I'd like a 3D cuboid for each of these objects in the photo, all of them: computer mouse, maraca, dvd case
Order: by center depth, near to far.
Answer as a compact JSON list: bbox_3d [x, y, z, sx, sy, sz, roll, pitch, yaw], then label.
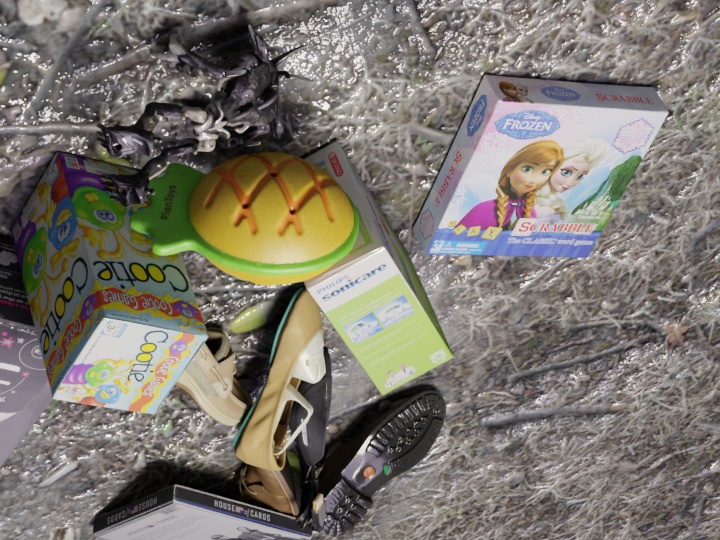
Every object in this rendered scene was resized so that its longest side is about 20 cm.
[{"bbox_3d":[-0.100,-0.048,1.494,0.198,0.138,0.108,6,130,-1],"label":"maraca"},{"bbox_3d":[-0.059,0.185,1.818,0.045,0.141,0.201,1,136,-7],"label":"computer mouse"},{"bbox_3d":[-0.175,0.289,1.911,0.199,0.025,0.150,23,144,-38],"label":"dvd case"}]

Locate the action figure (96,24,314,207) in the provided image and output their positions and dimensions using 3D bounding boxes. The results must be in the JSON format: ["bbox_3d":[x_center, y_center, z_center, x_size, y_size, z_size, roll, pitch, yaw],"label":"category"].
[{"bbox_3d":[-0.137,-0.141,1.451,0.199,0.102,0.120,-36,139,-29],"label":"action figure"}]

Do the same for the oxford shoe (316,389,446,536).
[{"bbox_3d":[0.011,0.202,1.926,0.200,0.084,0.073,-42,116,-6],"label":"oxford shoe"}]

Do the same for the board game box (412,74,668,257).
[{"bbox_3d":[0.176,-0.098,1.694,0.198,0.041,0.201,0,134,-27],"label":"board game box"}]

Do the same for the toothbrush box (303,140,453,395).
[{"bbox_3d":[0.000,0.000,1.632,0.086,0.146,0.200,-28,140,6],"label":"toothbrush box"}]

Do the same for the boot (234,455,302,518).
[{"bbox_3d":[-0.108,0.236,1.903,0.075,0.074,0.201,-14,142,3],"label":"boot"}]

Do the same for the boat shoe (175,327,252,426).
[{"bbox_3d":[-0.153,0.093,1.719,0.065,0.072,0.200,-38,141,3],"label":"boat shoe"}]

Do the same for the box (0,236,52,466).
[{"bbox_3d":[-0.354,0.078,1.567,0.131,0.115,0.200,17,125,-39],"label":"box"}]

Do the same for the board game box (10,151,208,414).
[{"bbox_3d":[-0.222,0.010,1.490,0.102,0.201,0.105,12,128,-36],"label":"board game box"}]

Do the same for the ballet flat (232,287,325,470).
[{"bbox_3d":[-0.068,0.114,1.752,0.202,0.063,0.069,-68,166,20],"label":"ballet flat"}]
